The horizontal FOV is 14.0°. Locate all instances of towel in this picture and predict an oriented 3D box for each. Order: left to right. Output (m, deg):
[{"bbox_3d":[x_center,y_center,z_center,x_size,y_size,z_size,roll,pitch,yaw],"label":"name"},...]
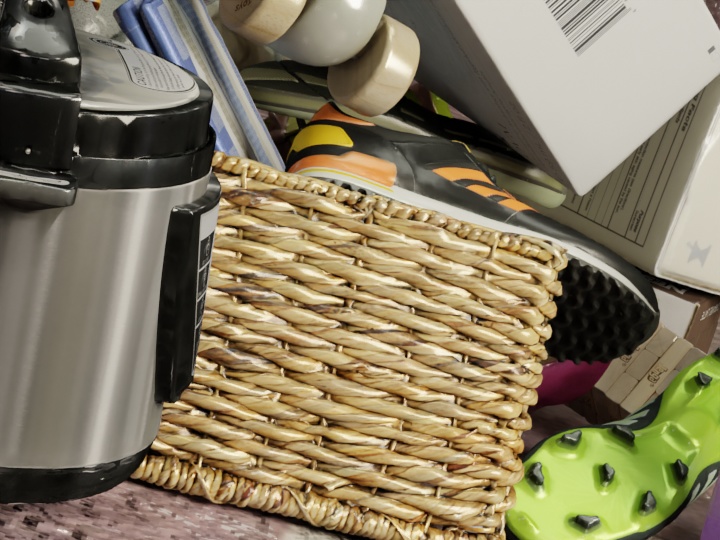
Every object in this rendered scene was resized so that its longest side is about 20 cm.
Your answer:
[{"bbox_3d":[-0.076,-0.082,1.476,0.147,0.024,0.200,63,6,-9],"label":"towel"}]

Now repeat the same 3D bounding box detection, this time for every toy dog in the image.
[{"bbox_3d":[-0.031,-0.162,1.457,0.200,0.096,0.132,42,9,38],"label":"toy dog"}]

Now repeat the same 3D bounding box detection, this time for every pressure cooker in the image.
[{"bbox_3d":[-0.147,-0.026,1.140,0.176,0.200,0.179,20,16,31],"label":"pressure cooker"}]

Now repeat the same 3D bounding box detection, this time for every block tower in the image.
[{"bbox_3d":[0.111,0.034,1.580,0.200,0.058,0.054,33,-20,26],"label":"block tower"}]

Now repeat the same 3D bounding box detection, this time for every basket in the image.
[{"bbox_3d":[-0.029,0.038,1.313,0.200,0.149,0.143,14,-5,-18],"label":"basket"}]

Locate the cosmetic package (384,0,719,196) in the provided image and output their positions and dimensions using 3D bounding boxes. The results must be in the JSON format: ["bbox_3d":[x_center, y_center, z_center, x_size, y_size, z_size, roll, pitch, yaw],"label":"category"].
[{"bbox_3d":[0.067,-0.177,1.596,0.200,0.123,0.199,41,-10,51],"label":"cosmetic package"}]

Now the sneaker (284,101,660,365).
[{"bbox_3d":[0.058,-0.027,1.436,0.200,0.070,0.090,20,44,-9],"label":"sneaker"}]

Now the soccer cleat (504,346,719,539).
[{"bbox_3d":[0.128,0.101,1.388,0.068,0.081,0.200,44,41,18],"label":"soccer cleat"}]

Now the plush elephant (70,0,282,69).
[{"bbox_3d":[-0.143,-0.120,1.739,0.155,0.200,0.165,29,-4,-37],"label":"plush elephant"}]

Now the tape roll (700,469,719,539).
[{"bbox_3d":[0.226,0.063,1.373,0.066,0.200,0.200,23,12,15],"label":"tape roll"}]

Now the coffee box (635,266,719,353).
[{"bbox_3d":[0.102,0.013,1.703,0.200,0.080,0.114,22,12,14],"label":"coffee box"}]

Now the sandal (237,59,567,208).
[{"bbox_3d":[0.018,-0.066,1.639,0.201,0.057,0.080,21,17,-4],"label":"sandal"}]

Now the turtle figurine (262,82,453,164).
[{"bbox_3d":[-0.027,-0.072,1.753,0.161,0.065,0.200,-17,-9,19],"label":"turtle figurine"}]

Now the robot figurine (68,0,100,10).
[{"bbox_3d":[-0.180,-0.108,1.368,0.145,0.058,0.200,-5,37,-13],"label":"robot figurine"}]

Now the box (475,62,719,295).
[{"bbox_3d":[0.171,-0.075,1.702,0.109,0.128,0.200,15,10,-38],"label":"box"}]

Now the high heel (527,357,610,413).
[{"bbox_3d":[0.043,0.037,1.441,0.200,0.096,0.067,19,45,-42],"label":"high heel"}]
